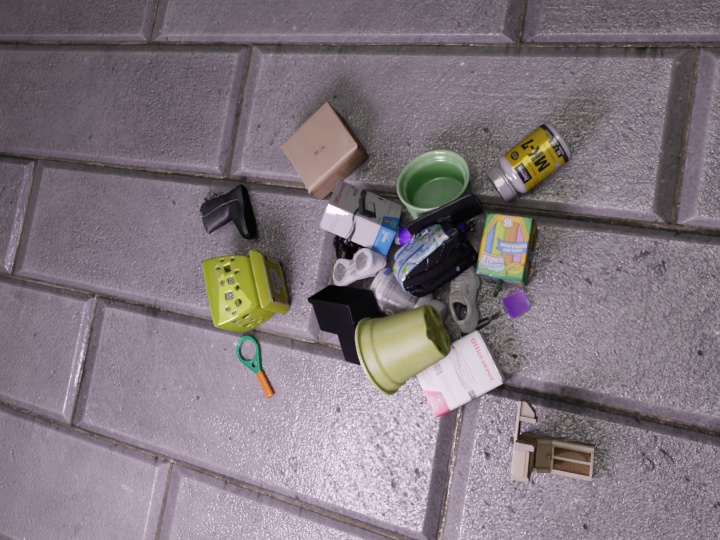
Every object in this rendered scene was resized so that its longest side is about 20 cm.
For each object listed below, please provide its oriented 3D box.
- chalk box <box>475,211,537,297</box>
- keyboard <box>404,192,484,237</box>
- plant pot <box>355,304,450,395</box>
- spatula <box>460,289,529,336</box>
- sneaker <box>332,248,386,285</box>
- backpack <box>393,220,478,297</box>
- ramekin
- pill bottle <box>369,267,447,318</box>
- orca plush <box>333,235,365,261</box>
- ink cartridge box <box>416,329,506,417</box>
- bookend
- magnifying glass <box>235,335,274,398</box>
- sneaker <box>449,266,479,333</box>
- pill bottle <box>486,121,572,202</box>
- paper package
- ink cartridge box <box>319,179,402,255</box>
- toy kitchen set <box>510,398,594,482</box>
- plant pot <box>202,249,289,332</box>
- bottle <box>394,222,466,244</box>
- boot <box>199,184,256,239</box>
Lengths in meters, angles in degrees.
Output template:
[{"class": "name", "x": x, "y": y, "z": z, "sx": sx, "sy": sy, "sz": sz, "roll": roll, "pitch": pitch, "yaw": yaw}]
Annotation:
[{"class": "chalk box", "x": 0.368, "y": -0.031, "z": 1.510, "sx": 0.121, "sy": 0.124, "sz": 0.205, "roll": 9, "pitch": 87, "yaw": 22}, {"class": "keyboard", "x": 0.222, "y": -0.121, "z": 1.519, "sx": 0.197, "sy": 0.127, "sz": 0.021, "roll": -24, "pitch": 43, "yaw": 22}, {"class": "plant pot", "x": 0.116, "y": 0.180, "z": 1.468, "sx": 0.182, "sy": 0.199, "sz": 0.205, "roll": -26, "pitch": 74, "yaw": 26}, {"class": "spatula", "x": 0.347, "y": 0.121, "z": 1.549, "sx": 0.198, "sy": 0.020, "sz": 0.057, "roll": -33, "pitch": 72, "yaw": 19}, {"class": "sneaker", "x": 0.000, "y": 0.000, "z": 1.646, "sx": 0.198, "sy": 0.098, "sz": 0.080, "roll": -19, "pitch": 69, "yaw": 50}, {"class": "backpack", "x": 0.178, "y": -0.023, "z": 1.508, "sx": 0.201, "sy": 0.163, "sz": 0.154, "roll": -48, "pitch": 47, "yaw": 3}, {"class": "ramekin", "x": 0.202, "y": -0.211, "z": 1.581, "sx": 0.195, "sy": 0.098, "sz": 0.204, "roll": -11, "pitch": 54, "yaw": 16}, {"class": "pill bottle", "x": 0.126, "y": 0.087, "z": 1.593, "sx": 0.198, "sy": 0.113, "sz": 0.116, "roll": 30, "pitch": 94, "yaw": 23}, {"class": "orca plush", "x": -0.030, "y": -0.103, "z": 1.704, "sx": 0.104, "sy": 0.071, "sz": 0.203, "roll": 31, "pitch": 94, "yaw": 22}, {"class": "ink cartridge box", "x": 0.255, "y": 0.265, "z": 1.533, "sx": 0.198, "sy": 0.084, "sz": 0.147, "roll": -31, "pitch": 73, "yaw": 16}, {"class": "bookend", "x": -0.032, "y": 0.157, "z": 1.641, "sx": 0.197, "sy": 0.091, "sz": 0.204, "roll": 4, "pitch": 117, "yaw": 52}, {"class": "magnifying glass", "x": -0.314, "y": 0.289, "z": 1.791, "sx": 0.079, "sy": 0.022, "sz": 0.202, "roll": -35, "pitch": 70, "yaw": 13}, {"class": "sneaker", "x": 0.268, "y": 0.054, "z": 1.545, "sx": 0.073, "sy": 0.099, "sz": 0.205, "roll": -11, "pitch": 70, "yaw": 24}, {"class": "pill bottle", "x": 0.429, "y": -0.273, "z": 1.525, "sx": 0.199, "sy": 0.114, "sz": 0.116, "roll": -38, "pitch": 71, "yaw": 13}, {"class": "paper package", "x": -0.107, "y": -0.351, "z": 1.752, "sx": 0.199, "sy": 0.103, "sz": 0.193, "roll": -39, "pitch": 71, "yaw": 13}, {"class": "ink cartridge box", "x": 0.003, "y": -0.146, "z": 1.612, "sx": 0.196, "sy": 0.146, "sz": 0.085, "roll": 22, "pitch": 126, "yaw": -4}, {"class": "toy kitchen set", "x": 0.448, "y": 0.396, "z": 1.376, "sx": 0.176, "sy": 0.199, "sz": 0.168, "roll": 5, "pitch": 85, "yaw": 22}, {"class": "plant pot", "x": -0.323, "y": 0.054, "z": 1.736, "sx": 0.177, "sy": 0.199, "sz": 0.205, "roll": -17, "pitch": 76, "yaw": 12}, {"class": "bottle", "x": 0.189, "y": -0.095, "z": 1.619, "sx": 0.195, "sy": 0.065, "sz": 0.086, "roll": 0, "pitch": 82, "yaw": 22}, {"class": "boot", "x": -0.417, "y": -0.162, "z": 1.865, "sx": 0.159, "sy": 0.073, "sz": 0.203, "roll": -22, "pitch": 68, "yaw": 15}]
